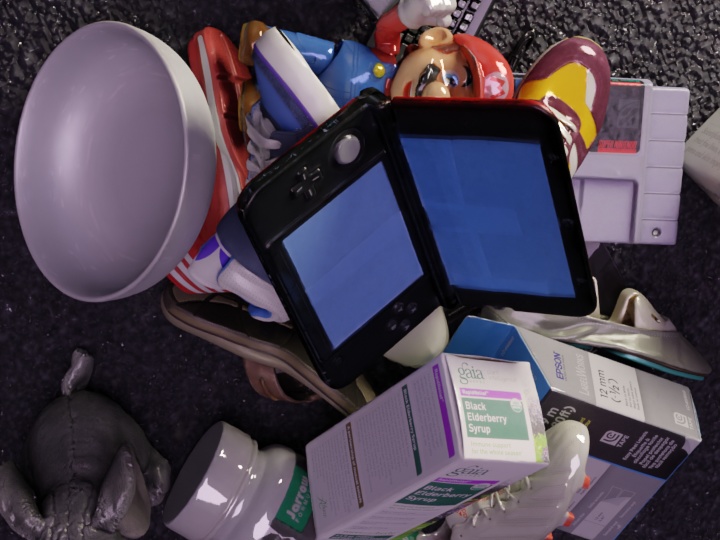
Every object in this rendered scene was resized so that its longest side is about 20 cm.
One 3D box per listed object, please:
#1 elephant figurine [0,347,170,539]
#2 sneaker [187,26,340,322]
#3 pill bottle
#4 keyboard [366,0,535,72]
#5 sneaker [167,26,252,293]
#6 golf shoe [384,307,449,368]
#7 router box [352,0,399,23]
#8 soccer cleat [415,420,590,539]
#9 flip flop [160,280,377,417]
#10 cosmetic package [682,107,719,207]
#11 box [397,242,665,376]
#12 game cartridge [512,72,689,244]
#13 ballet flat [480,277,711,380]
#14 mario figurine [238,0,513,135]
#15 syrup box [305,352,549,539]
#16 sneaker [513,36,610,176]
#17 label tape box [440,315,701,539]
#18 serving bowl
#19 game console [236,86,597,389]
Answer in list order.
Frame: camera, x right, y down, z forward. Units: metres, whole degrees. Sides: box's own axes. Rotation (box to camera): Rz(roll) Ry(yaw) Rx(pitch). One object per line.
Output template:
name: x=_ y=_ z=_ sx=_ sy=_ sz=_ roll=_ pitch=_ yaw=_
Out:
elephant figurine: x=-0.211 y=0.186 z=0.951 sx=0.155 sy=0.200 sz=0.142 roll=41 pitch=98 yaw=-15
sneaker: x=-0.065 y=-0.048 z=0.845 sx=0.146 sy=0.081 sz=0.201 roll=-31 pitch=128 yaw=0
pill bottle: x=-0.054 y=0.214 z=1.022 sx=0.199 sy=0.113 sz=0.114 roll=32 pitch=99 yaw=-15
keyboard: x=0.074 y=-0.175 z=0.981 sx=0.126 sy=0.021 sz=0.201 roll=25 pitch=102 yaw=-12
sneaker: x=-0.133 y=-0.077 z=0.955 sx=0.114 sy=0.078 sz=0.202 roll=-13 pitch=85 yaw=19
golf shoe: x=0.000 y=0.000 z=0.968 sx=0.078 sy=0.097 sz=0.200 roll=-39 pitch=98 yaw=1
router box: x=0.033 y=-0.305 z=0.911 sx=0.200 sy=0.062 sz=0.150 roll=-43 pitch=100 yaw=5
soccer cleat: x=0.108 y=0.180 z=0.949 sx=0.077 sy=0.070 sz=0.201 roll=22 pitch=131 yaw=-9
flip flop: x=-0.074 y=0.070 z=1.005 sx=0.199 sy=0.081 sz=0.058 roll=26 pitch=118 yaw=-11
cosmetic package: x=0.388 y=-0.068 z=0.970 sx=0.200 sy=0.165 sz=0.165 roll=41 pitch=98 yaw=-14
box: x=0.144 y=0.073 z=1.048 sx=0.199 sy=0.036 sz=0.144 roll=-32 pitch=106 yaw=1
game cartridge: x=0.156 y=-0.088 z=0.980 sx=0.198 sy=0.038 sz=0.131 roll=2 pitch=104 yaw=-5
ballet flat: x=0.195 y=0.039 z=0.994 sx=0.198 sy=0.067 sz=0.064 roll=12 pitch=95 yaw=-9
mario figurine: x=0.011 y=-0.132 z=0.887 sx=0.198 sy=0.124 sz=0.107 roll=1 pitch=62 yaw=-1
syrup box: x=0.043 y=0.136 z=0.923 sx=0.078 sy=0.200 sz=0.082 roll=7 pitch=61 yaw=-32
sneaker: x=0.131 y=-0.077 z=0.918 sx=0.074 sy=0.090 sz=0.201 roll=25 pitch=98 yaw=-9
label tape box: x=0.144 y=0.129 z=0.985 sx=0.198 sy=0.066 sz=0.144 roll=18 pitch=129 yaw=-15
serving bowl: x=-0.171 y=-0.078 z=0.915 sx=0.065 sy=0.199 sz=0.202 roll=1 pitch=110 yaw=-49
game console: x=0.042 y=-0.007 z=0.800 sx=0.172 sy=0.118 sz=0.201 roll=-40 pitch=137 yaw=-16
